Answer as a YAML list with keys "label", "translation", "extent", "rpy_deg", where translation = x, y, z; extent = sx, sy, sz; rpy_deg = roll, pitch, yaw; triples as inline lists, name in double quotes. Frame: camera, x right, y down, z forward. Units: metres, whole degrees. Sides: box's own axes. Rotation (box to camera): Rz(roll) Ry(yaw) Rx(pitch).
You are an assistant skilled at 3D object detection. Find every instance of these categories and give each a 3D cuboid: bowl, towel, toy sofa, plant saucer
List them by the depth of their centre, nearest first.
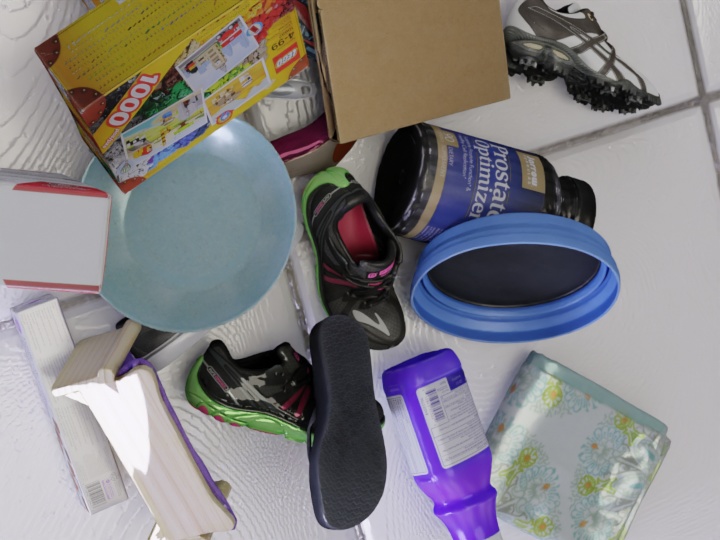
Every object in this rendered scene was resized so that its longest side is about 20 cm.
- label: "toy sofa"
  translation: [-0.178, 0.147, 1.281]
  extent: [0.097, 0.083, 0.200]
  rpy_deg: [-17, 115, 19]
- label: "plant saucer"
  translation: [-0.153, -0.044, 1.281]
  extent: [0.200, 0.039, 0.202]
  rpy_deg: [-1, 85, 6]
- label: "bowl"
  translation: [0.147, 0.008, 1.385]
  extent: [0.200, 0.201, 0.039]
  rpy_deg: [14, 57, -22]
- label: "towel"
  translation: [0.216, 0.199, 1.499]
  extent: [0.200, 0.048, 0.171]
  rpy_deg: [30, 83, -21]

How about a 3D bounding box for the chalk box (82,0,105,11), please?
- label: "chalk box"
  translation: [-0.153, -0.298, 1.241]
  extent: [0.200, 0.125, 0.124]
  rpy_deg: [-33, 68, -18]

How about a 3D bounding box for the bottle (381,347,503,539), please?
- label: "bottle"
  translation: [0.087, 0.180, 1.416]
  extent: [0.083, 0.065, 0.200]
  rpy_deg: [-21, 92, -41]

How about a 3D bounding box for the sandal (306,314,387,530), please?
- label: "sandal"
  translation: [-0.018, 0.141, 1.315]
  extent: [0.076, 0.043, 0.201]
  rpy_deg: [17, 60, -31]

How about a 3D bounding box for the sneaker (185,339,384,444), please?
- label: "sneaker"
  translation: [-0.062, 0.114, 1.356]
  extent: [0.200, 0.077, 0.084]
  rpy_deg: [16, 92, -24]

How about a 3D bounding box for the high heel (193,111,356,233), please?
- label: "high heel"
  translation: [-0.076, -0.122, 1.354]
  extent: [0.096, 0.067, 0.200]
  rpy_deg: [38, 59, 15]

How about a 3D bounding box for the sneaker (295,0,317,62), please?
- label: "sneaker"
  translation: [-0.051, -0.230, 1.349]
  extent: [0.095, 0.079, 0.200]
  rpy_deg: [-38, 100, -2]

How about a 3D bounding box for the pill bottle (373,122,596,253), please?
- label: "pill bottle"
  translation: [0.122, -0.069, 1.402]
  extent: [0.200, 0.112, 0.112]
  rpy_deg: [13, 90, -22]

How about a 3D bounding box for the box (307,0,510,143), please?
- label: "box"
  translation: [0.047, -0.216, 1.325]
  extent: [0.200, 0.021, 0.164]
  rpy_deg: [-18, 108, -30]

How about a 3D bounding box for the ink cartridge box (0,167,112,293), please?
- label: "ink cartridge box"
  translation: [-0.298, -0.039, 1.189]
  extent: [0.144, 0.200, 0.084]
  rpy_deg: [5, 97, -22]

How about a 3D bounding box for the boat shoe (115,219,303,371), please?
- label: "boat shoe"
  translation: [-0.142, 0.006, 1.331]
  extent: [0.200, 0.070, 0.066]
  rpy_deg: [-41, 110, -6]

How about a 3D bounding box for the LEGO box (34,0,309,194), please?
- label: "LEGO box"
  translation: [-0.152, -0.176, 1.204]
  extent: [0.200, 0.149, 0.077]
  rpy_deg: [-36, 69, -9]

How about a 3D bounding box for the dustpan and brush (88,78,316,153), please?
- label: "dustpan and brush"
  translation: [-0.142, -0.167, 1.314]
  extent: [0.199, 0.057, 0.140]
  rpy_deg: [0, 95, -22]

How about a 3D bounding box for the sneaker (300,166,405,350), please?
- label: "sneaker"
  translation: [0.000, 0.000, 1.362]
  extent: [0.077, 0.084, 0.200]
  rpy_deg: [-32, 123, -17]

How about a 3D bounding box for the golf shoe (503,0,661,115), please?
- label: "golf shoe"
  translation: [0.230, -0.220, 1.452]
  extent: [0.200, 0.078, 0.095]
  rpy_deg: [18, 75, -32]

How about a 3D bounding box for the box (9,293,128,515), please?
- label: "box"
  translation: [-0.262, 0.121, 1.303]
  extent: [0.041, 0.039, 0.200]
  rpy_deg: [-23, 103, -20]
